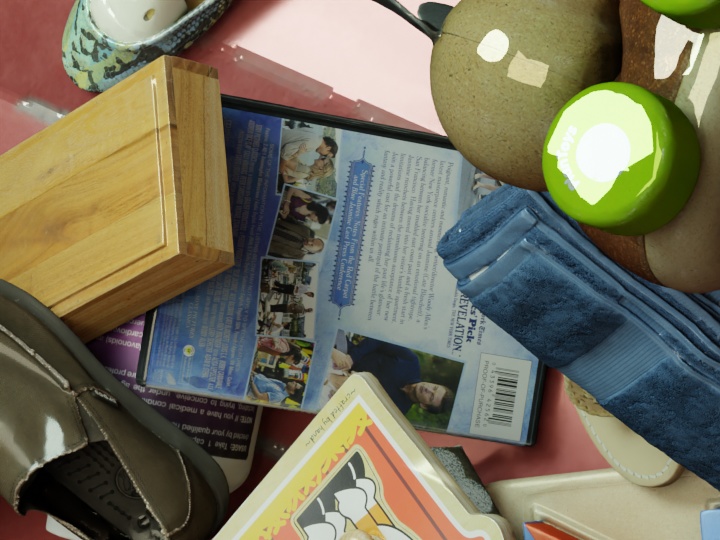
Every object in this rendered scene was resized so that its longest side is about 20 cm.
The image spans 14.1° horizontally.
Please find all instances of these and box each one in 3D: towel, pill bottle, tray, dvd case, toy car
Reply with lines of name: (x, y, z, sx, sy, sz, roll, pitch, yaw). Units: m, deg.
towel: (0.129, 0.034, 1.281, 0.200, 0.112, 0.049, 37, 62, -8)
pill bottle: (-0.098, 0.037, 1.436, 0.112, 0.112, 0.200, 12, 89, 21)
tray: (-0.138, -0.019, 1.382, 0.200, 0.037, 0.099, -27, 61, 44)
dvd case: (0.000, 0.000, 1.392, 0.200, 0.018, 0.143, 10, 86, -16)
toy car: (0.087, -0.091, 1.152, 0.200, 0.164, 0.158, 22, 93, 33)

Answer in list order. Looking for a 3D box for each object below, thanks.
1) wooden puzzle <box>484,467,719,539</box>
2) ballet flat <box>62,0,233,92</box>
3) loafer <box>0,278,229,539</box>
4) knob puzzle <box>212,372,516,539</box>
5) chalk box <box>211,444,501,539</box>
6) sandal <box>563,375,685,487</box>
wooden puzzle: (0.150, 0.182, 1.367, 0.200, 0.046, 0.185, -8, 82, 19)
ballet flat: (-0.085, -0.166, 1.473, 0.200, 0.074, 0.074, -40, 74, 13)
loafer: (-0.148, 0.070, 1.334, 0.200, 0.071, 0.073, 34, 115, -8)
knob puzzle: (-0.002, 0.176, 1.269, 0.219, 0.030, 0.220, -2, 87, 37)
chalk box: (0.020, 0.196, 1.346, 0.124, 0.125, 0.200, -43, 63, 28)
sandal: (0.094, 0.001, 1.363, 0.078, 0.070, 0.212, -17, 80, 48)
